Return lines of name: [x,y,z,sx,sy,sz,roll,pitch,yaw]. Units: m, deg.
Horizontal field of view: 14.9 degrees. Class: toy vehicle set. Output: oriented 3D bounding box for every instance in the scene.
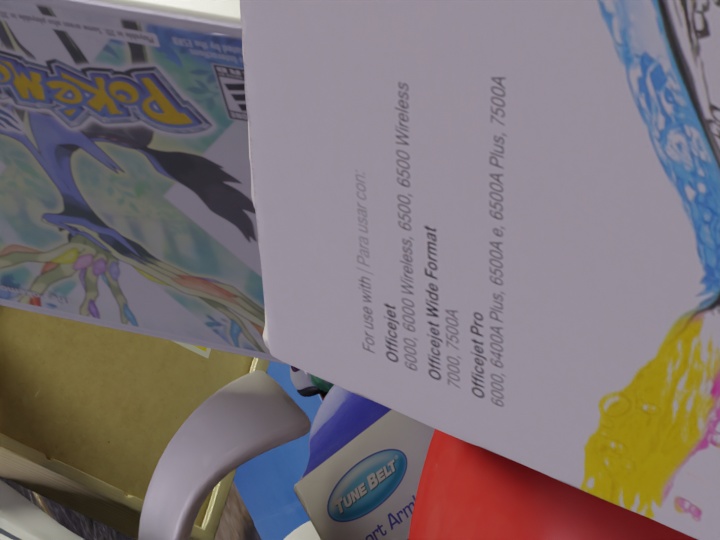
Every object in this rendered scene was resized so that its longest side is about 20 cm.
toy vehicle set: [-0.087,-0.004,1.071,0.027,0.124,0.200,-25,42,53]

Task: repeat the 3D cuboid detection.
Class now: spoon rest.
spoon rest: [-0.045,0.134,1.018,0.099,0.061,0.200,43,144,51]

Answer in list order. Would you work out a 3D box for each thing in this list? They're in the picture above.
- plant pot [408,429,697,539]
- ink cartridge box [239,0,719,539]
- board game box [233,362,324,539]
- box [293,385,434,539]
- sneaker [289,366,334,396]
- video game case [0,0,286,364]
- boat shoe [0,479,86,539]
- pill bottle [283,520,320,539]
plant pot: [0.106,0.066,0.677,0.200,0.200,0.183,-152,53,-64]
ink cartridge box: [0.096,-0.042,0.521,0.200,0.147,0.145,21,138,22]
board game box: [-0.011,0.100,1.298,0.200,0.039,0.158,63,157,2]
box: [0.061,0.106,0.970,0.041,0.119,0.200,24,-148,-57]
sneaker: [0.000,0.000,1.099,0.200,0.074,0.088,159,96,-73]
video game case: [-0.099,-0.040,0.907,0.200,0.022,0.182,10,146,19]
boat shoe: [-0.108,0.134,0.990,0.200,0.062,0.072,23,141,44]
pill bottle: [0.030,0.164,1.111,0.200,0.120,0.120,25,133,64]
